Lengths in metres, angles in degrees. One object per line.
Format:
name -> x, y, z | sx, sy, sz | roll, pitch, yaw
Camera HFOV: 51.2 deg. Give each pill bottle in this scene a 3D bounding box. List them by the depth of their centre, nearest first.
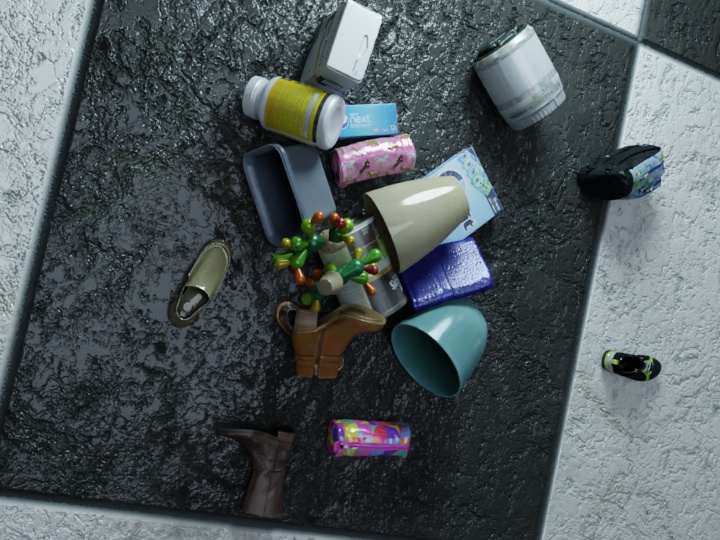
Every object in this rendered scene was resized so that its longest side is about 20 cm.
pill bottle -> -0.138, -0.331, 1.546 | 0.196, 0.112, 0.115 | 20, 84, 14

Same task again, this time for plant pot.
plant pot -> 0.133, -0.122, 1.640 | 0.196, 0.187, 0.191 | -25, 101, -7
plant pot -> 0.193, 0.153, 1.698 | 0.161, 0.199, 0.203 | -41, 106, -29

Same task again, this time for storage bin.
storage bin -> -0.145, -0.171, 1.587 | 0.133, 0.144, 0.205 | -27, 103, -46

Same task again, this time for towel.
towel -> 0.186, 0.011, 1.690 | 0.195, 0.050, 0.150 | -16, 55, -6

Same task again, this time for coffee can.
coffee can -> 0.000, 0.000, 1.634 | 0.144, 0.146, 0.204 | -27, 101, -18

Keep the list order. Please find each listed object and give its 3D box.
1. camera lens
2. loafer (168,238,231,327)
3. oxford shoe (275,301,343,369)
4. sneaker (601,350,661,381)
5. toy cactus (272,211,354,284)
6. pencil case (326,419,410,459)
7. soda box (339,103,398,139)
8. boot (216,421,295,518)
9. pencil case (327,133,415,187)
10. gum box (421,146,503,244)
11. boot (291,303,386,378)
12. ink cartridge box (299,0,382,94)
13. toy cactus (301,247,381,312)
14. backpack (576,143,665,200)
camera lens -> 0.369, -0.454, 1.755 | 0.159, 0.159, 0.202 | -39, 105, -15
loafer -> -0.324, 0.029, 1.548 | 0.075, 0.067, 0.203 | 29, 82, -20
oxford shoe -> -0.106, 0.152, 1.636 | 0.200, 0.073, 0.072 | 44, 78, -17
sneaker -> 0.722, 0.256, 1.966 | 0.195, 0.083, 0.074 | 9, 90, -22
toy cactus -> -0.075, -0.049, 1.466 | 0.164, 0.199, 0.104 | -9, 66, -59
pencil case -> 0.018, 0.381, 1.691 | 0.195, 0.088, 0.091 | 4, 91, -22
soda box -> -0.019, -0.326, 1.657 | 0.195, 0.064, 0.070 | -7, 94, -22
boot -> -0.236, 0.433, 1.608 | 0.182, 0.064, 0.205 | 12, 92, -19
pencil case -> 0.029, -0.245, 1.670 | 0.196, 0.087, 0.085 | -16, 78, -19
gum box -> 0.218, -0.163, 1.768 | 0.198, 0.044, 0.172 | -35, 104, -17
boot -> -0.046, 0.153, 1.571 | 0.195, 0.074, 0.159 | 5, 108, 8
ink cartridge box -> -0.046, -0.455, 1.569 | 0.082, 0.199, 0.148 | 20, 85, -21
toy cactus -> -0.046, 0.027, 1.485 | 0.196, 0.165, 0.104 | -20, 94, 18
backpack -> 0.678, -0.248, 1.900 | 0.199, 0.162, 0.156 | -40, 114, -22
